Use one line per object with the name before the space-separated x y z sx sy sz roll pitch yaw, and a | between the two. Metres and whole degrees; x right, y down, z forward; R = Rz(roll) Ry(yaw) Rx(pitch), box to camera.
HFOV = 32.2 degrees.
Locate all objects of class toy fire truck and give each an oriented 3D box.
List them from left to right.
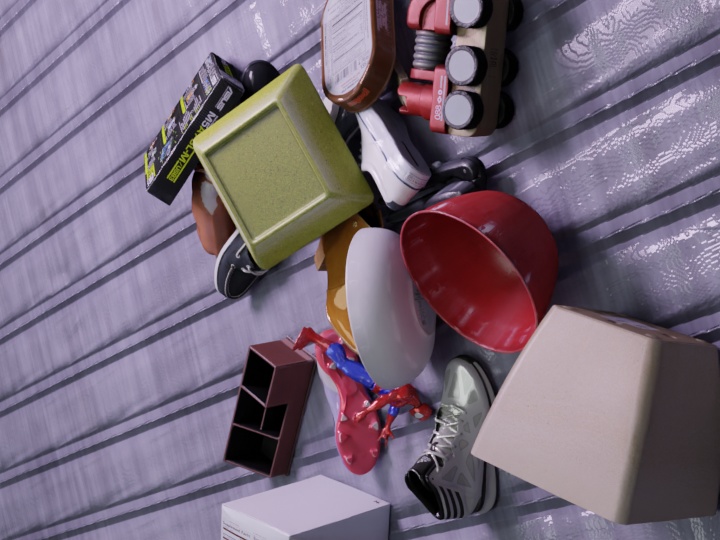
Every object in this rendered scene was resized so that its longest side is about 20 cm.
toy fire truck | 0.090 -0.259 1.504 0.198 0.128 0.178 12 104 35

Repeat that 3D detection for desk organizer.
desk organizer | -0.134 0.205 1.818 0.072 0.077 0.202 33 118 39

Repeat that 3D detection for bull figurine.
bull figurine | -0.214 -0.114 1.819 0.122 0.064 0.201 -97 10 -48

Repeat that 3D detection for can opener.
can opener | 0.085 -0.100 1.558 0.199 0.078 0.064 -9 97 56

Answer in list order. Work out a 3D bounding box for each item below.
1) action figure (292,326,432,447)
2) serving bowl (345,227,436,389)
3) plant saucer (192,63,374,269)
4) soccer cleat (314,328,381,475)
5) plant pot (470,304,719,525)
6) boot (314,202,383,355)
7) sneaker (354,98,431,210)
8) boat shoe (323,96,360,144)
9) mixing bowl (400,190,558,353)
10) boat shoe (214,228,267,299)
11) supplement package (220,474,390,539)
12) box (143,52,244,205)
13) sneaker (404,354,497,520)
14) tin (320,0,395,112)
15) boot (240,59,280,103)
action figure | -0.005 0.162 1.638 0.199 0.065 0.100 27 93 9
serving bowl | 0.049 0.043 1.536 0.065 0.200 0.203 -9 89 21
plant saucer | -0.112 -0.126 1.589 0.199 0.048 0.201 -31 87 28
soccer cleat | -0.019 0.179 1.715 0.076 0.066 0.202 169 85 -80
plant pot | 0.268 0.141 1.312 0.199 0.199 0.179 21 99 43
boot | 0.000 0.000 1.644 0.202 0.070 0.145 64 145 30
sneaker | 0.022 -0.155 1.574 0.071 0.073 0.201 -49 38 22
boat shoe | -0.044 -0.138 1.684 0.073 0.061 0.202 -115 41 -59
mixing bowl | 0.153 -0.017 1.435 0.199 0.108 0.201 35 150 23
boat shoe | -0.153 -0.030 1.809 0.060 0.075 0.201 51 129 37
supplement package | -0.078 0.412 1.704 0.146 0.190 0.202 13 104 44
box | -0.243 -0.207 1.788 0.194 0.047 0.200 -57 19 10
sneaker | 0.110 0.209 1.531 0.075 0.115 0.203 -2 94 47
tin | -0.005 -0.297 1.590 0.111 0.042 0.202 -28 52 38
boot | -0.119 -0.186 1.698 0.200 0.065 0.167 -120 27 -66
